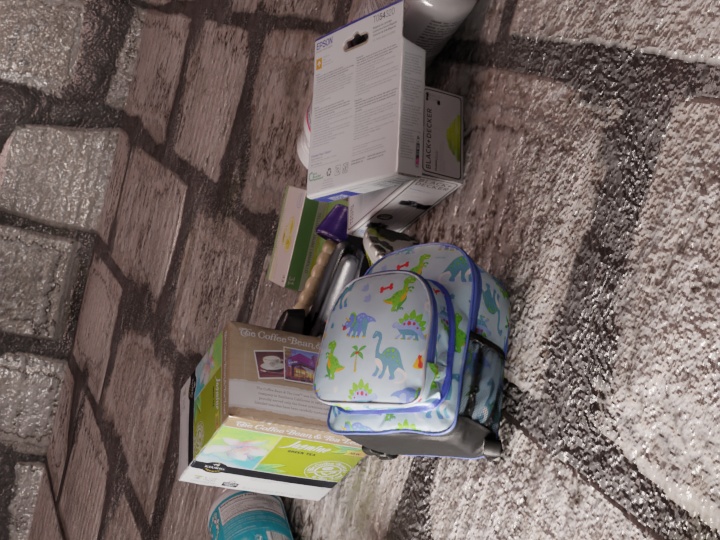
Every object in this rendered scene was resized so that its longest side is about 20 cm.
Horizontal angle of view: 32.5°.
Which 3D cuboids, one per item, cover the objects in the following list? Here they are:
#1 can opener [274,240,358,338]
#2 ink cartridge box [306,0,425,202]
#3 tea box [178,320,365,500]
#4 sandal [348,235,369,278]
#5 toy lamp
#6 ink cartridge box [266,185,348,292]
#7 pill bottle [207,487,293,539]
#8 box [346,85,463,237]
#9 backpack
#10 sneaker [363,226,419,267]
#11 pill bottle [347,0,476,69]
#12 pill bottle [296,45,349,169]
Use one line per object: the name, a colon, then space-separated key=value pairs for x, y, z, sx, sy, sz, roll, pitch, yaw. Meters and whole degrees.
can opener: x=-0.047 y=0.051 z=1.558 sx=0.201 sy=0.078 sz=0.064 roll=-60 pitch=39 yaw=36
ink cartridge box: x=0.006 y=-0.193 z=1.448 sx=0.195 sy=0.043 sz=0.204 roll=-8 pitch=76 yaw=56
tea box: x=-0.105 y=0.179 z=1.538 sx=0.197 sy=0.197 sz=0.135 roll=128 pitch=146 yaw=-48
sandal: x=0.000 y=0.000 z=1.577 sx=0.202 sy=0.042 sz=0.076 roll=-100 pitch=30 yaw=-42
toy lamp: x=-0.059 y=0.007 z=1.658 sx=0.202 sy=0.058 sz=0.058 roll=-64 pitch=21 yaw=-8
ink cartridge box: x=-0.075 y=-0.041 z=1.776 sx=0.200 sy=0.047 sz=0.148 roll=-158 pitch=81 yaw=-70
pill bottle: x=-0.146 y=0.365 z=1.667 sx=0.201 sy=0.109 sz=0.112 roll=-116 pitch=43 yaw=-57
box: x=0.052 y=-0.124 z=1.489 sx=0.200 sy=0.059 sz=0.118 roll=141 pitch=136 yaw=-58
backpack: x=0.056 y=0.074 z=1.238 sx=0.181 sy=0.147 sz=0.203 roll=-6 pitch=62 yaw=39
sneaker: x=0.036 y=0.023 z=1.436 sx=0.201 sy=0.073 sz=0.085 roll=-111 pitch=39 yaw=-53
pill bottle: x=0.072 y=-0.322 z=1.468 sx=0.200 sy=0.112 sz=0.115 roll=132 pitch=143 yaw=-51
pill bottle: x=-0.009 y=-0.207 z=1.615 sx=0.200 sy=0.107 sz=0.110 roll=131 pitch=144 yaw=-51
